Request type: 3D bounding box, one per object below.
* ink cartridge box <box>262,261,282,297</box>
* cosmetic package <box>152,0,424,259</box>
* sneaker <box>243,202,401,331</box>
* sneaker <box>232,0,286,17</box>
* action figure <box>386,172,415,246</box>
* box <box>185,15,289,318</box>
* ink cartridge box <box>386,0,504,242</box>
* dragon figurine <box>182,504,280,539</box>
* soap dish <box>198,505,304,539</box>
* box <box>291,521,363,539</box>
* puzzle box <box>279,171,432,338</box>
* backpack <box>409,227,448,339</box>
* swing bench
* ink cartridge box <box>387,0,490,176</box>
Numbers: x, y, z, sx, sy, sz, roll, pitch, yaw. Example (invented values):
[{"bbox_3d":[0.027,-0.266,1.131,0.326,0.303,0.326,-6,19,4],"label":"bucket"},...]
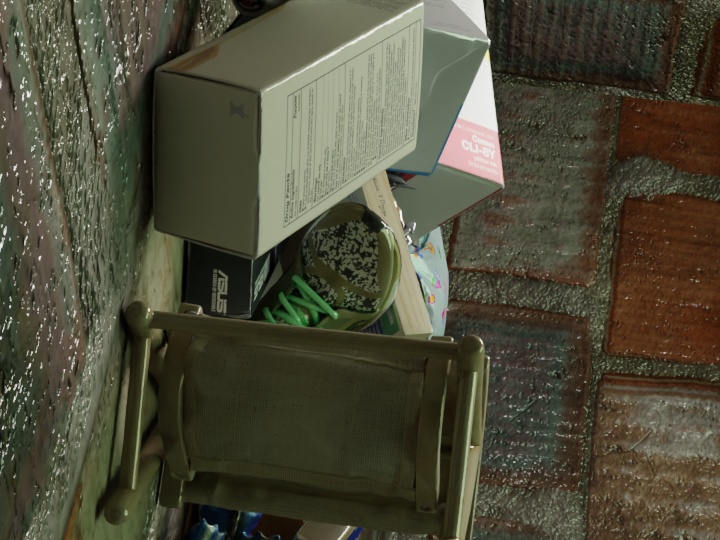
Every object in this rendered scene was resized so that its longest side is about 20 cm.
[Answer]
[{"bbox_3d":[-0.047,0.056,1.686,0.200,0.067,0.116,91,8,-51],"label":"ink cartridge box"},{"bbox_3d":[-0.039,-0.093,1.208,0.200,0.071,0.105,-35,134,-55],"label":"cosmetic package"},{"bbox_3d":[-0.045,0.039,1.368,0.200,0.077,0.089,-52,176,32],"label":"sneaker"},{"bbox_3d":[-0.057,-0.193,1.223,0.200,0.074,0.089,-53,147,-79],"label":"sneaker"},{"bbox_3d":[0.000,0.000,1.522,0.130,0.069,0.200,14,-62,63],"label":"action figure"},{"bbox_3d":[-0.073,-0.077,1.364,0.200,0.043,0.161,-69,165,-70],"label":"box"},{"bbox_3d":[0.029,-0.134,1.613,0.145,0.083,0.200,-31,-126,44],"label":"ink cartridge box"},{"bbox_3d":[-0.086,0.177,1.341,0.099,0.059,0.200,-96,-158,-59],"label":"dragon figurine"},{"bbox_3d":[-0.066,0.155,1.529,0.200,0.081,0.158,89,9,-47],"label":"soap dish"},{"bbox_3d":[-0.049,0.230,1.426,0.200,0.032,0.121,-61,172,31],"label":"box"},{"bbox_3d":[-0.015,-0.018,1.458,0.133,0.025,0.200,-42,-123,51],"label":"puzzle box"},{"bbox_3d":[0.028,0.017,2.138,0.200,0.126,0.167,-80,171,-63],"label":"backpack"},{"bbox_3d":[-0.029,0.093,1.204,0.200,0.198,0.130,32,65,-85],"label":"swing bench"},{"bbox_3d":[0.003,-0.172,1.520,0.200,0.068,0.116,52,-53,46],"label":"ink cartridge box"}]
